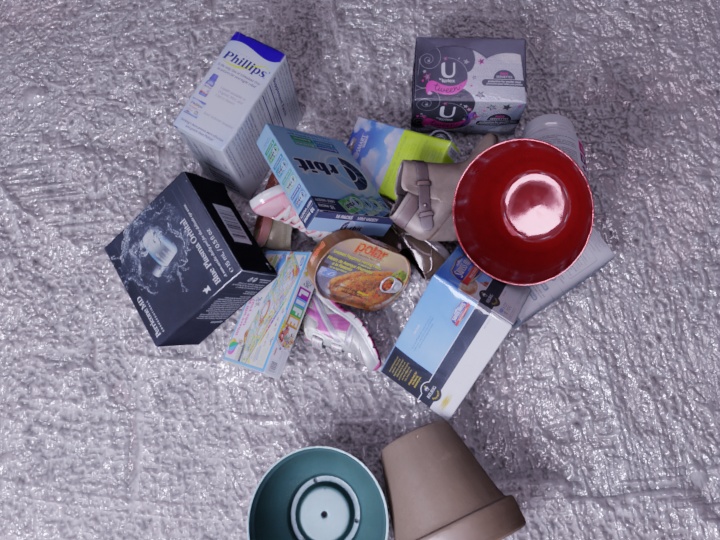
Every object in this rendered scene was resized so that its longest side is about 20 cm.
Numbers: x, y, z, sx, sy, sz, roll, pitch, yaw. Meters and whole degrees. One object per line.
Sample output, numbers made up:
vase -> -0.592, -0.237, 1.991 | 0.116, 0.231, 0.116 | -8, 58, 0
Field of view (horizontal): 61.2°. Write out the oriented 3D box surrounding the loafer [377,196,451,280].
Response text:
loafer -> 0.063, -0.057, 1.046 | 0.199, 0.073, 0.071 | 37, 79, 13

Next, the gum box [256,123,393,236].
gum box -> -0.056, -0.145, 0.985 | 0.045, 0.168, 0.201 | -52, 55, 30

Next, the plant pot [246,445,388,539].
plant pot -> -0.057, 0.365, 0.897 | 0.196, 0.134, 0.205 | -1, 74, 2

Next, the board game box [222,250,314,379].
board game box -> -0.144, 0.066, 0.997 | 0.133, 0.034, 0.203 | 4, 69, 49

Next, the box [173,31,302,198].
box -> -0.204, -0.264, 1.061 | 0.104, 0.184, 0.202 | 28, 76, 12

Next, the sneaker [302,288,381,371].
sneaker -> -0.046, 0.100, 1.008 | 0.088, 0.081, 0.200 | -44, 70, -6

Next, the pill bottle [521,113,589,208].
pill bottle -> 0.321, -0.162, 1.018 | 0.111, 0.114, 0.203 | 6, 51, 4

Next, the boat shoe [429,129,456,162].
boat shoe -> 0.129, -0.166, 1.078 | 0.072, 0.068, 0.203 | 16, 75, 7

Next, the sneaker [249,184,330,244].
sneaker -> -0.087, -0.091, 1.026 | 0.198, 0.075, 0.107 | -11, 80, -43

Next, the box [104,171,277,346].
box -> -0.277, -0.014, 0.995 | 0.199, 0.117, 0.198 | -39, 74, 15

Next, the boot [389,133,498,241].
boot -> 0.129, -0.143, 0.957 | 0.144, 0.070, 0.204 | 18, 80, -12

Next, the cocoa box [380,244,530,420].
cocoa box -> 0.141, 0.091, 0.921 | 0.130, 0.202, 0.133 | 33, 32, 12

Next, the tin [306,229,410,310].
tin -> 0.000, 0.000, 0.974 | 0.113, 0.198, 0.042 | -53, 47, 17

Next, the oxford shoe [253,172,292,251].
oxford shoe -> -0.135, -0.127, 1.090 | 0.073, 0.071, 0.204 | 20, 72, -20

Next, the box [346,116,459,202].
box -> 0.059, -0.184, 1.056 | 0.198, 0.047, 0.124 | 24, 90, 34

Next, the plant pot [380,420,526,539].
plant pot -> 0.111, 0.322, 0.880 | 0.197, 0.201, 0.177 | -23, 66, -5

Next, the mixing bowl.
mixing bowl -> 0.245, -0.089, 0.887 | 0.197, 0.108, 0.205 | 7, 104, 29

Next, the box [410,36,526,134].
box -> 0.192, -0.331, 1.099 | 0.195, 0.115, 0.135 | 2, 73, 3

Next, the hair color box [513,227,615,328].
hair color box -> 0.315, -0.002, 1.027 | 0.198, 0.061, 0.100 | -33, 75, -8
